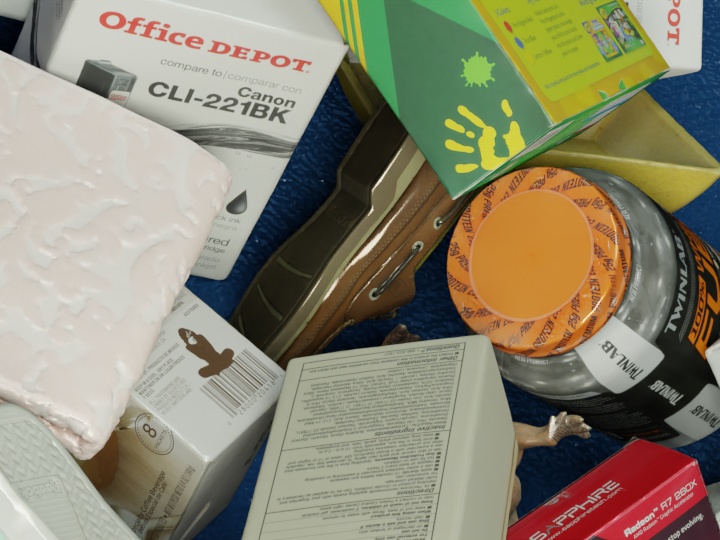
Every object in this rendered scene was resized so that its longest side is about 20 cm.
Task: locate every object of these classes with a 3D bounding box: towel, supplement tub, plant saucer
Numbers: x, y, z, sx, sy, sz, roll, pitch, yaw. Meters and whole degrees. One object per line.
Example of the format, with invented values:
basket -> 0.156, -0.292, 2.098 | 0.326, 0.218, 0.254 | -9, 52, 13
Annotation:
towel -> -0.174, -0.021, 1.201 | 0.190, 0.032, 0.200 | 25, 45, -3
supplement tub -> 0.130, 0.019, 1.359 | 0.200, 0.122, 0.123 | 29, 28, -59
plant saucer -> 0.087, -0.075, 1.473 | 0.199, 0.049, 0.200 | 6, 18, -11

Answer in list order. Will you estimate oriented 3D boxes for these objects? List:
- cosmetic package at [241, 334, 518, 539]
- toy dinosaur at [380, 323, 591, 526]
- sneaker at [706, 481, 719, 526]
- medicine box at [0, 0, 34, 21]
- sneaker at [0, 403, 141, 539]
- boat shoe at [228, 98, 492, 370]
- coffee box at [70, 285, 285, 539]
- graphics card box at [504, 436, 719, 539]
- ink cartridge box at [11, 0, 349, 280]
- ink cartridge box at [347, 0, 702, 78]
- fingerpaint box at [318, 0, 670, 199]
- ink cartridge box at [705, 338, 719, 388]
cosmetic package -> 0.008, 0.119, 1.134 | 0.103, 0.073, 0.200 | -7, 34, 15
toy dinosaur -> 0.029, 0.118, 1.313 | 0.200, 0.086, 0.136 | 29, 63, 13
sneaker -> 0.165, 0.182, 1.306 | 0.200, 0.071, 0.100 | -23, 97, -45
medicine box -> -0.136, -0.202, 1.439 | 0.199, 0.103, 0.182 | 14, 20, -17
sneaker -> -0.136, 0.161, 1.087 | 0.201, 0.118, 0.074 | 55, 30, -7
boat shoe -> 0.000, 0.000, 1.339 | 0.068, 0.200, 0.072 | 33, 11, -28
coffee box -> -0.144, 0.042, 1.263 | 0.200, 0.115, 0.080 | 39, 46, 10
graphics card box -> 0.131, 0.198, 1.214 | 0.125, 0.051, 0.201 | -31, 114, -26
ink cartridge box -> -0.106, -0.098, 1.341 | 0.144, 0.200, 0.084 | 11, 47, -18
ink cartridge box -> 0.098, -0.191, 1.494 | 0.199, 0.086, 0.147 | 2, 88, -22
fingerpaint box -> 0.060, -0.139, 1.314 | 0.167, 0.073, 0.200 | 56, 26, 2
ink cartridge box -> 0.269, 0.108, 1.378 | 0.161, 0.050, 0.201 | -25, 91, -59
